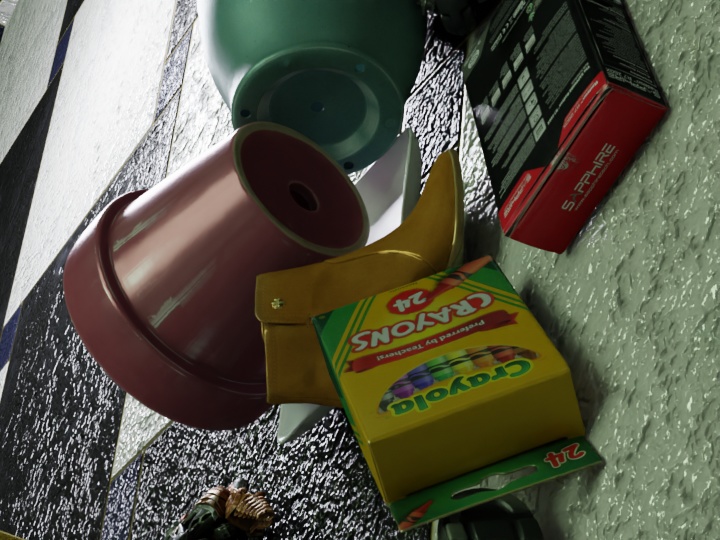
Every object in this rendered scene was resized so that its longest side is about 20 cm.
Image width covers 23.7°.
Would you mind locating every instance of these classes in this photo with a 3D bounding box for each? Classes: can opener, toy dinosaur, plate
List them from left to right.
[{"bbox_3d":[-0.122,0.220,1.398,0.200,0.102,0.136,103,-168,-59],"label":"toy dinosaur"},{"bbox_3d":[-0.002,0.017,1.348,0.200,0.032,0.200,-46,32,49],"label":"plate"},{"bbox_3d":[0.079,-0.257,1.374,0.200,0.079,0.063,-93,-9,-52],"label":"can opener"}]

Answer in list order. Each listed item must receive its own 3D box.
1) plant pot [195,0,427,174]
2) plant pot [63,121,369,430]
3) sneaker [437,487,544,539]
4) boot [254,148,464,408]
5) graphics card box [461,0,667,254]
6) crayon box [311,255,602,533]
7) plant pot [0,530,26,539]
[{"bbox_3d":[-0.035,-0.180,1.374,0.200,0.200,0.188,-54,27,37],"label":"plant pot"},{"bbox_3d":[-0.096,-0.009,1.301,0.179,0.200,0.200,-45,31,32],"label":"plant pot"},{"bbox_3d":[0.084,0.213,0.935,0.200,0.075,0.079,-98,13,-51],"label":"sneaker"},{"bbox_3d":[0.000,0.001,1.190,0.071,0.144,0.201,84,-171,-61],"label":"boot"},{"bbox_3d":[0.127,-0.119,1.121,0.126,0.051,0.200,-58,25,31],"label":"graphics card box"},{"bbox_3d":[0.054,0.069,1.036,0.200,0.127,0.051,-119,11,-62],"label":"crayon box"},{"bbox_3d":[-0.414,0.376,1.854,0.200,0.195,0.194,-41,35,42],"label":"plant pot"}]
